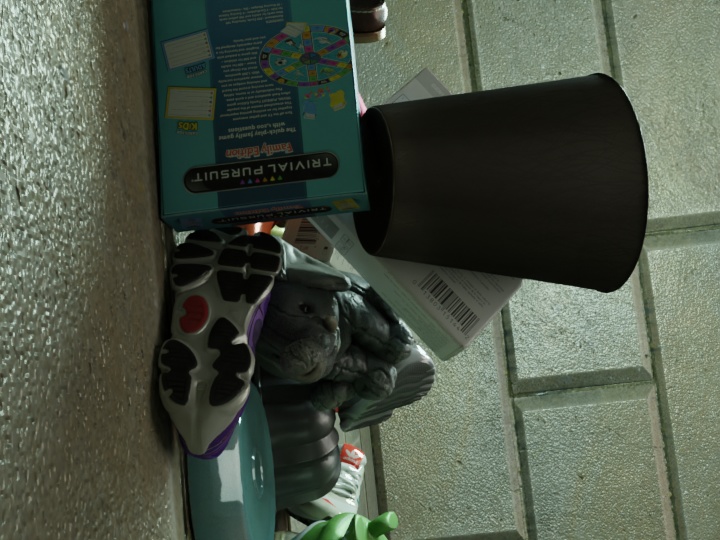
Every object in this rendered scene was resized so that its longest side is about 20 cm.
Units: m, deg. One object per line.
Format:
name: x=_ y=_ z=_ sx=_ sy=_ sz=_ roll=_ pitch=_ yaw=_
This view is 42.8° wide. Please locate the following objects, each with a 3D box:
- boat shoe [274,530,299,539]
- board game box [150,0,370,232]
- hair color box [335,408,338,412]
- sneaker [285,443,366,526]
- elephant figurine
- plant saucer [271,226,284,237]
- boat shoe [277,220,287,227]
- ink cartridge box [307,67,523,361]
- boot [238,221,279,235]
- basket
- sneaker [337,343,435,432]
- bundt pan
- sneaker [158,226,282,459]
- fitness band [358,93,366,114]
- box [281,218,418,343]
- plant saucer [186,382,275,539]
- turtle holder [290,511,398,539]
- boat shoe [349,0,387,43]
boat shoe: x=-0.054 y=0.321 z=0.980 sx=0.200 sy=0.064 sz=0.073 roll=79 pitch=6 yaw=-59
board game box: x=-0.077 y=-0.138 z=0.694 sx=0.047 sy=0.150 sz=0.202 roll=69 pitch=15 yaw=-78
hair color box: x=-0.034 y=0.053 z=1.060 sx=0.102 sy=0.061 sz=0.202 roll=-72 pitch=157 yaw=-81
sneaker: x=-0.032 y=0.235 z=1.014 sx=0.094 sy=0.070 sz=0.200 roll=-58 pitch=-175 yaw=-8
elephant figurine: x=-0.051 y=0.039 z=0.770 sx=0.200 sy=0.154 sz=0.143 roll=21 pitch=61 yaw=-55
plant saucer: x=-0.095 y=-0.014 z=1.073 sx=0.200 sy=0.047 sz=0.201 roll=-92 pitch=175 yaw=-60
boat shoe: x=-0.081 y=-0.136 z=0.985 sx=0.072 sy=0.064 sz=0.201 roll=106 pitch=-25 yaw=-53
ink cartridge box: x=0.063 y=-0.052 z=0.798 sx=0.200 sy=0.176 sz=0.045 roll=47 pitch=-30 yaw=1
boot: x=-0.085 y=-0.075 z=0.859 sx=0.075 sy=0.106 sz=0.201 roll=81 pitch=5 yaw=-63
basket: x=0.101 y=-0.068 z=0.722 sx=0.136 sy=0.198 sz=0.182 roll=145 pitch=-59 yaw=-70
sneaker: x=0.009 y=0.104 z=0.918 sx=0.200 sy=0.074 sz=0.083 roll=-47 pitch=-122 yaw=60
bundt pan: x=-0.062 y=0.140 z=0.934 sx=0.202 sy=0.075 sz=0.204 roll=174 pitch=-90 yaw=-86
sneaker: x=-0.107 y=0.046 z=0.672 sx=0.084 sy=0.080 sz=0.201 roll=100 pitch=-1 yaw=-46
fitness band: x=-0.049 y=-0.166 z=0.846 sx=0.200 sy=0.037 sz=0.144 roll=19 pitch=45 yaw=-58
box: x=0.000 y=0.000 z=0.957 sx=0.200 sy=0.068 sz=0.083 roll=45 pitch=57 yaw=-49
plant saucer: x=-0.098 y=0.166 z=0.746 sx=0.200 sy=0.036 sz=0.202 roll=-6 pitch=90 yaw=-87
turtle holder: x=-0.029 y=0.294 z=0.781 sx=0.142 sy=0.131 sz=0.186 roll=62 pitch=19 yaw=-10
boat shoe: x=-0.068 y=-0.245 z=0.768 sx=0.070 sy=0.199 sz=0.071 roll=-47 pitch=152 yaw=-53
